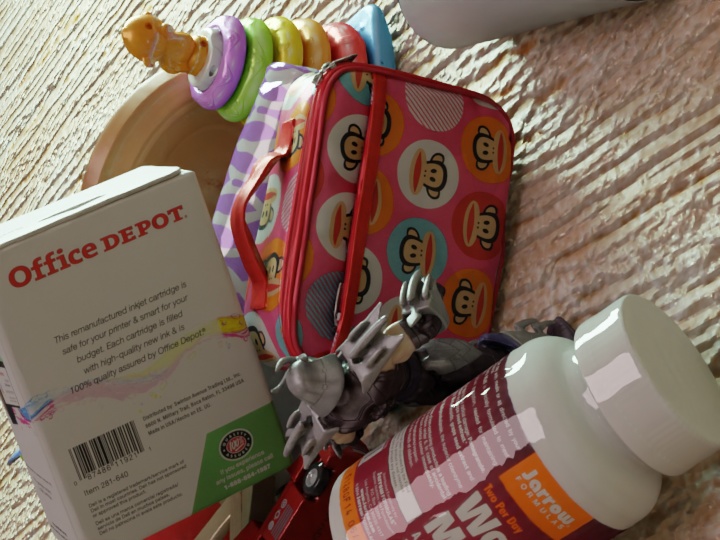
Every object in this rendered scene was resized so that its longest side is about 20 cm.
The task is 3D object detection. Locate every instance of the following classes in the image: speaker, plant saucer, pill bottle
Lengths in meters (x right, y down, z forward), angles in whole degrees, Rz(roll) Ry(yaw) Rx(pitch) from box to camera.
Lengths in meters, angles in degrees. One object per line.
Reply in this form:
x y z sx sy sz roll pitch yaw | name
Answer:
0.106 -0.188 1.072 0.200 0.081 0.082 -2 77 61 | speaker
-0.129 -0.060 1.333 0.032 0.200 0.201 25 102 37 | plant saucer
0.088 0.104 0.918 0.200 0.109 0.110 -37 45 25 | pill bottle

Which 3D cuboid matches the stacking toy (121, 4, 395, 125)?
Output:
-0.083 -0.146 1.266 0.110 0.199 0.116 -35 50 50 | stacking toy

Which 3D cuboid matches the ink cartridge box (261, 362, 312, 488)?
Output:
-0.103 0.096 1.328 0.200 0.084 0.146 -37 49 48 | ink cartridge box

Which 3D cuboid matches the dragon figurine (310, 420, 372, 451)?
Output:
0.003 0.180 1.132 0.099 0.059 0.201 -43 43 46 | dragon figurine

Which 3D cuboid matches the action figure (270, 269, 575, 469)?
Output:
0.031 0.057 0.982 0.130 0.200 0.070 -44 56 41 | action figure

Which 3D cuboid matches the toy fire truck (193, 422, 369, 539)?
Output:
-0.069 0.175 1.132 0.200 0.049 0.141 -59 28 8 | toy fire truck

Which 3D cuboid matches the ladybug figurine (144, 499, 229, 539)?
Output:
-0.131 0.204 1.261 0.135 0.072 0.201 3 122 40 | ladybug figurine

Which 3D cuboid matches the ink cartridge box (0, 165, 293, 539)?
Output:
-0.146 0.052 1.061 0.084 0.144 0.201 14 125 63 | ink cartridge box

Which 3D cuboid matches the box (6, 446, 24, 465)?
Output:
-0.175 0.080 1.270 0.200 0.048 0.122 -39 14 48 | box

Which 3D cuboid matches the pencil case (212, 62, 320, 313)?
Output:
-0.053 -0.042 1.163 0.085 0.084 0.201 180 110 -85 | pencil case

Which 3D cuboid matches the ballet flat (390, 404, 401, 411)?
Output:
0.000 0.000 1.198 0.073 0.073 0.201 -27 56 55 | ballet flat

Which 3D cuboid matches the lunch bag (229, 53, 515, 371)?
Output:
0.002 -0.027 1.092 0.082 0.176 0.201 -4 76 60 | lunch bag
